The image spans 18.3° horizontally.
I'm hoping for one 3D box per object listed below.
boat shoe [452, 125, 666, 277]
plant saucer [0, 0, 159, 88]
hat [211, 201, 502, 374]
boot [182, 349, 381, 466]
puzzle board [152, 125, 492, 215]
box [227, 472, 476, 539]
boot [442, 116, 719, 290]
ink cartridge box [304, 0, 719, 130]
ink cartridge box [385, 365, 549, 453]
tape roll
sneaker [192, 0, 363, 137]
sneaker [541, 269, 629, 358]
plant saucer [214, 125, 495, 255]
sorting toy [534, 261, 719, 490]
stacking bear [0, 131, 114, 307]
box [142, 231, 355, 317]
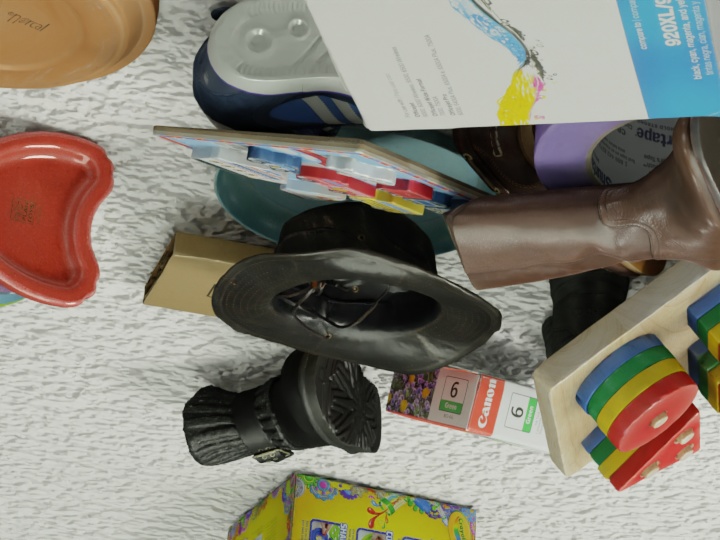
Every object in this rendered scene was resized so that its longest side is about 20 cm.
[{"bbox_3d":[0.136,-0.056,1.491,0.070,0.070,0.200,-8,145,35],"label":"boat shoe"},{"bbox_3d":[-0.224,-0.164,1.368,0.200,0.032,0.200,4,155,2],"label":"plant saucer"},{"bbox_3d":[0.000,0.000,1.553,0.200,0.081,0.201,4,154,2],"label":"hat"},{"bbox_3d":[-0.077,0.115,1.855,0.158,0.079,0.211,-1,161,12],"label":"boot"},{"bbox_3d":[-0.015,-0.059,1.409,0.151,0.017,0.200,6,173,31],"label":"puzzle board"},{"bbox_3d":[-0.015,0.299,2.203,0.192,0.122,0.200,13,154,-18],"label":"box"},{"bbox_3d":[0.132,-0.039,1.338,0.200,0.064,0.186,-2,154,19],"label":"boot"},{"bbox_3d":[0.085,-0.171,1.158,0.200,0.147,0.145,-3,154,15],"label":"ink cartridge box"},{"bbox_3d":[0.082,0.105,1.793,0.200,0.050,0.109,16,176,-36],"label":"ink cartridge box"},{"bbox_3d":[0.207,-0.100,1.361,0.200,0.085,0.200,4,155,2],"label":"tape roll"},{"bbox_3d":[-0.005,-0.118,1.387,0.200,0.081,0.146,2,167,-8],"label":"sneaker"},{"bbox_3d":[0.173,0.069,1.718,0.076,0.091,0.200,-1,155,11],"label":"sneaker"},{"bbox_3d":[-0.001,-0.061,1.549,0.200,0.027,0.200,3,155,2],"label":"plant saucer"},{"bbox_3d":[0.228,0.072,1.581,0.199,0.070,0.200,-36,157,-6],"label":"sorting toy"},{"bbox_3d":[-0.270,-0.020,1.601,0.114,0.122,0.200,15,160,-25],"label":"stacking bear"},{"bbox_3d":[-0.057,0.016,1.700,0.200,0.021,0.163,11,164,-11],"label":"box"}]
